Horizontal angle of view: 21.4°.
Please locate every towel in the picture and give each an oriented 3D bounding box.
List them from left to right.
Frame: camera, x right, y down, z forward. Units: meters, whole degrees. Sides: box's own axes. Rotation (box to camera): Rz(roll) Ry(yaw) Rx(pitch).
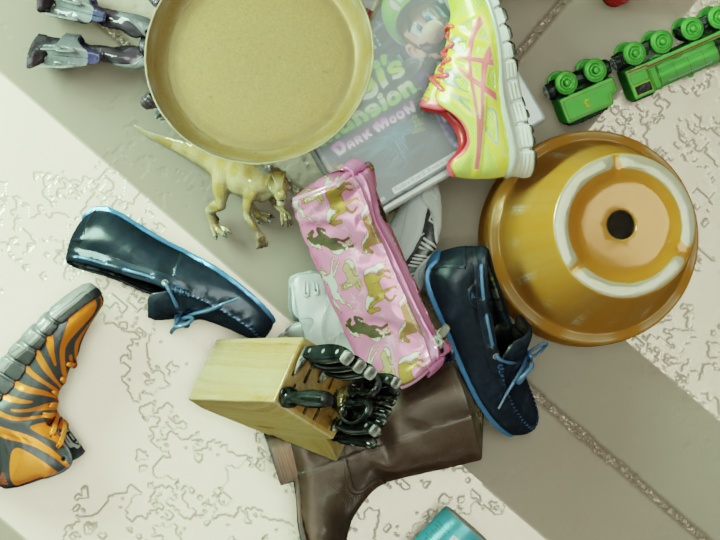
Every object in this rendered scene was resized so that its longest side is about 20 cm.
[{"bbox_3d":[-0.050,-0.258,1.695,0.144,0.023,0.200,27,81,7],"label":"towel"}]

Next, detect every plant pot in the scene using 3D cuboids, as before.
[{"bbox_3d":[-0.087,-0.186,1.657,0.200,0.027,0.200,-1,77,3],"label":"plant pot"},{"bbox_3d":[0.217,-0.033,1.702,0.200,0.183,0.200,0,87,-5],"label":"plant pot"}]

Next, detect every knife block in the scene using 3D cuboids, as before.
[{"bbox_3d":[-0.061,0.094,1.621,0.200,0.176,0.064,20,71,16],"label":"knife block"}]

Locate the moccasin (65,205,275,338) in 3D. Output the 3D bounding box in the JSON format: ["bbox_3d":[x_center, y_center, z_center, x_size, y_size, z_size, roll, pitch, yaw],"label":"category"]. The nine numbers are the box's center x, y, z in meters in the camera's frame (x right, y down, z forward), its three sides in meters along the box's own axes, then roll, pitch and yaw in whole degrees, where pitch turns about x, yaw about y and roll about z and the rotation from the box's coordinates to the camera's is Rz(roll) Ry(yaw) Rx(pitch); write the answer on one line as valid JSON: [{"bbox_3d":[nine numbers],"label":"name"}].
[{"bbox_3d":[-0.174,0.019,1.724,0.200,0.080,0.068,28,70,10],"label":"moccasin"}]

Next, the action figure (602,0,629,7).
[{"bbox_3d":[0.193,-0.297,1.766,0.200,0.065,0.099,4,74,-25],"label":"action figure"}]

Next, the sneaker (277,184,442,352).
[{"bbox_3d":[0.000,0.000,1.735,0.115,0.075,0.200,18,89,-7],"label":"sneaker"}]

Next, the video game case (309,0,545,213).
[{"bbox_3d":[0.036,-0.164,1.711,0.200,0.023,0.182,-30,90,-3],"label":"video game case"}]

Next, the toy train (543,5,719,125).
[{"bbox_3d":[0.267,-0.192,1.790,0.200,0.042,0.056,-23,99,-6],"label":"toy train"}]

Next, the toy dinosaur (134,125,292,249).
[{"bbox_3d":[-0.116,-0.082,1.727,0.058,0.200,0.101,-32,128,-34],"label":"toy dinosaur"}]

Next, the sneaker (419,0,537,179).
[{"bbox_3d":[0.092,-0.172,1.666,0.090,0.078,0.200,-13,90,-2],"label":"sneaker"}]

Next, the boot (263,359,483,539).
[{"bbox_3d":[0.034,0.194,1.721,0.200,0.064,0.187,-19,100,-4],"label":"boot"}]

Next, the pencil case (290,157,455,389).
[{"bbox_3d":[0.010,0.005,1.659,0.086,0.083,0.200,-25,92,5],"label":"pencil case"}]

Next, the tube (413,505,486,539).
[{"bbox_3d":[0.032,0.306,1.738,0.077,0.050,0.200,41,89,11],"label":"tube"}]

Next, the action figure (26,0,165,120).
[{"bbox_3d":[-0.196,-0.205,1.730,0.200,0.069,0.130,8,100,2],"label":"action figure"}]

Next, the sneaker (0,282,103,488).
[{"bbox_3d":[-0.277,0.111,1.713,0.112,0.078,0.200,42,95,-6],"label":"sneaker"}]

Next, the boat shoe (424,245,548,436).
[{"bbox_3d":[0.123,0.067,1.707,0.069,0.084,0.200,-17,123,20],"label":"boat shoe"}]
